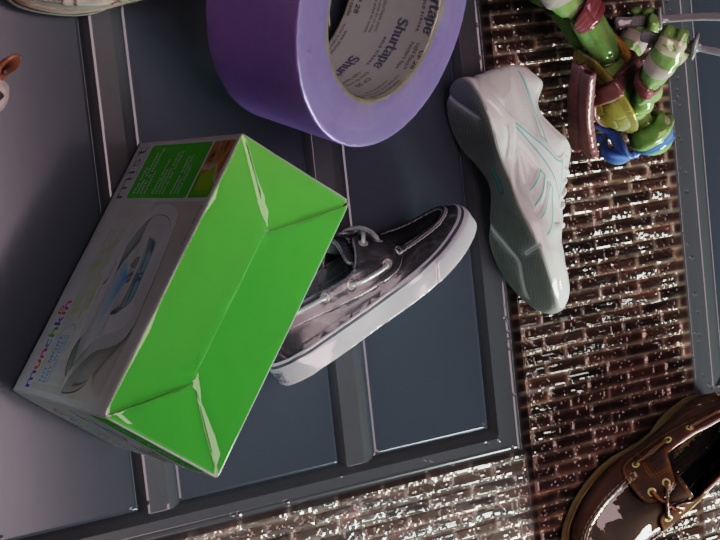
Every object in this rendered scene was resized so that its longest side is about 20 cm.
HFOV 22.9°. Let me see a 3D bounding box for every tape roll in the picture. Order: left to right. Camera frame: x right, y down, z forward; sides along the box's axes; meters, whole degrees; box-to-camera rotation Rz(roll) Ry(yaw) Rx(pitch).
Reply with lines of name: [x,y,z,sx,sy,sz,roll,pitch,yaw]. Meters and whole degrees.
tape roll: [-0.013,-0.195,1.246,0.199,0.084,0.202,-30,129,-45]

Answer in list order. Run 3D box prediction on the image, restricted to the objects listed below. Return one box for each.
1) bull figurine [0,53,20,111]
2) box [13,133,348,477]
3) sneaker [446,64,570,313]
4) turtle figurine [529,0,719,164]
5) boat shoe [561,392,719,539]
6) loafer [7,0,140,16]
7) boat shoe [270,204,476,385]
bull figurine: [-0.273,-0.191,1.145,0.121,0.064,0.203,9,79,-62]
box: [-0.121,0.020,1.188,0.096,0.176,0.202,32,77,-27]
sneaker: [0.137,-0.066,1.396,0.080,0.070,0.202,-24,103,-30]
turtle figurine: [0.219,-0.199,1.399,0.194,0.199,0.145,43,38,-20]
boat shoe: [0.250,0.173,1.473,0.200,0.070,0.071,-44,113,-20]
loafer: [-0.151,-0.217,1.225,0.198,0.063,0.073,-10,98,-29]
boat shoe: [0.000,0.000,1.323,0.199,0.072,0.068,-37,111,-16]
